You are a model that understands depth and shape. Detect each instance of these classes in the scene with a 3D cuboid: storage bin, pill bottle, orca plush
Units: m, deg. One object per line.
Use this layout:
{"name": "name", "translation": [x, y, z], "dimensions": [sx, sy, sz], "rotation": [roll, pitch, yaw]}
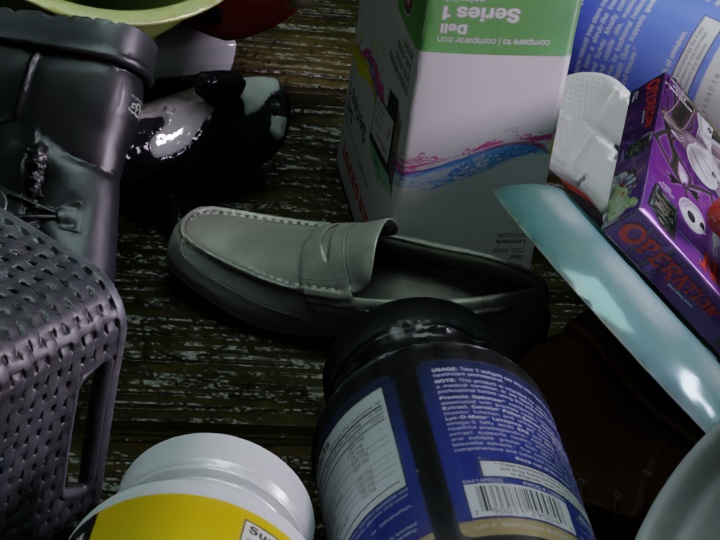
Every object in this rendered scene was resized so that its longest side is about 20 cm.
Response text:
{"name": "storage bin", "translation": [-0.210, 0.034, 1.038], "dimensions": [0.200, 0.135, 0.094], "rotation": [30, 36, 26]}
{"name": "pill bottle", "translation": [0.163, -0.141, 1.454], "dimensions": [0.200, 0.112, 0.112], "rotation": [28, 36, 22]}
{"name": "orca plush", "translation": [-0.102, -0.053, 1.268], "dimensions": [0.200, 0.105, 0.071], "rotation": [-11, 74, -60]}
{"name": "pill bottle", "translation": [-0.073, 0.154, 0.924], "dimensions": [0.112, 0.113, 0.200], "rotation": [12, 32, 0]}
{"name": "pill bottle", "translation": [0.039, 0.102, 1.040], "dimensions": [0.112, 0.112, 0.200], "rotation": [4, 34, -13]}

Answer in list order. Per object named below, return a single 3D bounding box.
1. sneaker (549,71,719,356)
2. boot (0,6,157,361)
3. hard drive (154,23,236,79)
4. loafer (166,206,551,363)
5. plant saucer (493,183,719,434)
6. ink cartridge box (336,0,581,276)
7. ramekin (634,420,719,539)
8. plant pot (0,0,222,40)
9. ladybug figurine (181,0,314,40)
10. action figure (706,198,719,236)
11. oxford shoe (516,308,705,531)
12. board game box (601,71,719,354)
{"name": "sneaker", "translation": [0.166, -0.020, 1.303], "dimensions": [0.077, 0.082, 0.200], "rotation": [-30, 62, 9]}
{"name": "boot", "translation": [-0.201, -0.041, 1.151], "dimensions": [0.200, 0.076, 0.168], "rotation": [6, 73, 15]}
{"name": "hard drive", "translation": [-0.192, -0.149, 1.426], "dimensions": [0.200, 0.027, 0.132], "rotation": [-10, 39, -30]}
{"name": "loafer", "translation": [0.000, 0.000, 1.218], "dimensions": [0.200, 0.070, 0.070], "rotation": [14, 41, 5]}
{"name": "plant saucer", "translation": [0.140, 0.027, 1.147], "dimensions": [0.200, 0.027, 0.200], "rotation": [46, 6, -6]}
{"name": "ink cartridge box", "translation": [0.048, -0.102, 1.276], "dimensions": [0.084, 0.200, 0.145], "rotation": [1, 34, -12]}
{"name": "ramekin", "translation": [0.205, 0.145, 0.957], "dimensions": [0.105, 0.200, 0.200], "rotation": [30, 22, -32]}
{"name": "plant pot", "translation": [-0.172, -0.165, 1.277], "dimensions": [0.200, 0.190, 0.200], "rotation": [12, 57, -20]}
{"name": "ladybug figurine", "translation": [-0.114, -0.190, 1.399], "dimensions": [0.200, 0.072, 0.136], "rotation": [28, 0, 25]}
{"name": "action figure", "translation": [0.235, 0.015, 1.177], "dimensions": [0.200, 0.052, 0.066], "rotation": [30, 48, -34]}
{"name": "oxford shoe", "translation": [0.134, 0.103, 1.132], "dimensions": [0.071, 0.071, 0.200], "rotation": [-30, 45, -11]}
{"name": "board game box", "translation": [0.199, 0.006, 1.200], "dimensions": [0.200, 0.032, 0.120], "rotation": [45, 39, -21]}
